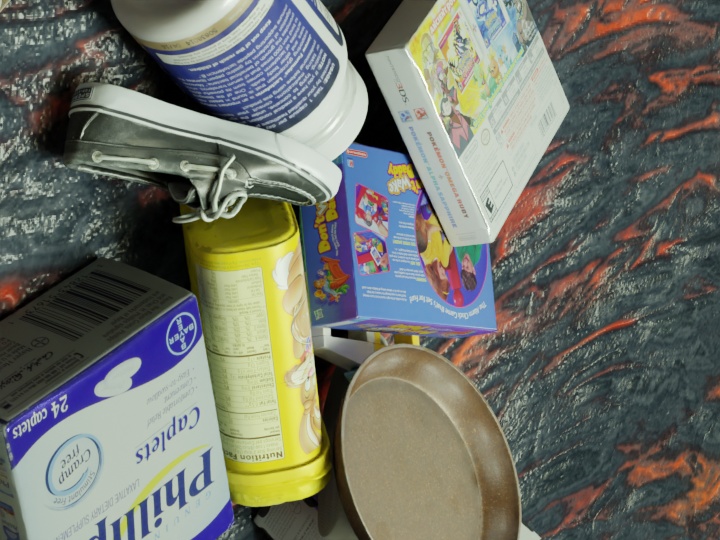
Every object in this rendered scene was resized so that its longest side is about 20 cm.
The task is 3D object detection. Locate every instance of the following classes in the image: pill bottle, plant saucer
[{"bbox_3d":[-0.078,-0.159,1.457,0.116,0.115,0.200,-60,142,-15],"label":"pill bottle"},{"bbox_3d":[0.045,0.155,1.572,0.200,0.034,0.201,25,53,-39],"label":"plant saucer"}]

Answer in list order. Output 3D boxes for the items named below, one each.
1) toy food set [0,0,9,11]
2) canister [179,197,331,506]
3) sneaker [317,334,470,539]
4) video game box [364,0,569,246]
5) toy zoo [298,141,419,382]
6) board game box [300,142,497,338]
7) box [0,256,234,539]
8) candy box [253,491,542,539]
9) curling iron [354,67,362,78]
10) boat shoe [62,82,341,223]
[{"bbox_3d":[-0.263,-0.100,1.211,0.060,0.143,0.200,42,65,-11],"label":"toy food set"},{"bbox_3d":[-0.078,0.047,1.523,0.086,0.149,0.201,-9,115,-7],"label":"canister"},{"bbox_3d":[0.031,0.142,1.677,0.074,0.115,0.201,127,-24,-47],"label":"sneaker"},{"bbox_3d":[0.089,-0.150,1.668,0.200,0.047,0.183,-57,133,-46],"label":"video game box"},{"bbox_3d":[0.000,0.000,1.643,0.131,0.020,0.201,11,72,-54],"label":"toy zoo"},{"bbox_3d":[0.031,-0.020,1.634,0.200,0.045,0.135,8,75,-55],"label":"board game box"},{"bbox_3d":[-0.192,0.127,1.439,0.184,0.105,0.201,-36,131,-38],"label":"box"},{"bbox_3d":[0.043,0.224,1.703,0.167,0.200,0.072,-25,154,-46],"label":"candy box"},{"bbox_3d":[-0.046,-0.177,1.558,0.200,0.025,0.050,50,31,-45],"label":"curling iron"},{"bbox_3d":[-0.107,-0.068,1.433,0.198,0.073,0.069,18,73,-28],"label":"boat shoe"}]
